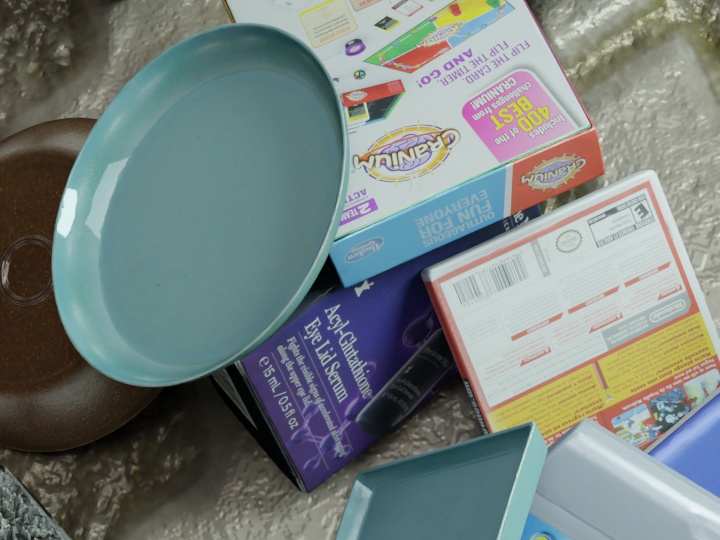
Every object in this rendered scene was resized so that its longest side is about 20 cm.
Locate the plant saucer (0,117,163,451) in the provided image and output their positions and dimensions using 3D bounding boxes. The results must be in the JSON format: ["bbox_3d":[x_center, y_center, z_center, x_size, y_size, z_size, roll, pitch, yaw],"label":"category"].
[{"bbox_3d":[-0.186,0.003,1.331,0.199,0.037,0.202,-6,75,22],"label":"plant saucer"}]

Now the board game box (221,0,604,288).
[{"bbox_3d":[0.023,-0.104,1.217,0.152,0.040,0.201,-23,53,0],"label":"board game box"}]

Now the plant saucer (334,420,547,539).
[{"bbox_3d":[0.038,0.129,1.205,0.019,0.200,0.070,28,67,-20],"label":"plant saucer"}]

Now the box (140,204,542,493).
[{"bbox_3d":[0.000,0.000,1.270,0.199,0.148,0.104,-38,54,-9],"label":"box"}]

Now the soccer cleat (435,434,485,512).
[{"bbox_3d":[0.093,0.114,1.260,0.076,0.067,0.201,19,66,11],"label":"soccer cleat"}]

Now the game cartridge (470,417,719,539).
[{"bbox_3d":[0.106,0.186,1.179,0.133,0.040,0.201,31,102,11],"label":"game cartridge"}]

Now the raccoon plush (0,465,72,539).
[{"bbox_3d":[-0.205,0.191,1.217,0.134,0.097,0.200,-41,29,-8],"label":"raccoon plush"}]

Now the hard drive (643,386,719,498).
[{"bbox_3d":[0.215,0.132,1.224,0.200,0.025,0.132,-38,93,-10],"label":"hard drive"}]

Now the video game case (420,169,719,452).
[{"bbox_3d":[0.132,0.065,1.232,0.142,0.017,0.202,-24,96,-14],"label":"video game case"}]

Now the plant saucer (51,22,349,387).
[{"bbox_3d":[-0.080,-0.032,1.184,0.199,0.027,0.202,-18,59,33],"label":"plant saucer"}]
